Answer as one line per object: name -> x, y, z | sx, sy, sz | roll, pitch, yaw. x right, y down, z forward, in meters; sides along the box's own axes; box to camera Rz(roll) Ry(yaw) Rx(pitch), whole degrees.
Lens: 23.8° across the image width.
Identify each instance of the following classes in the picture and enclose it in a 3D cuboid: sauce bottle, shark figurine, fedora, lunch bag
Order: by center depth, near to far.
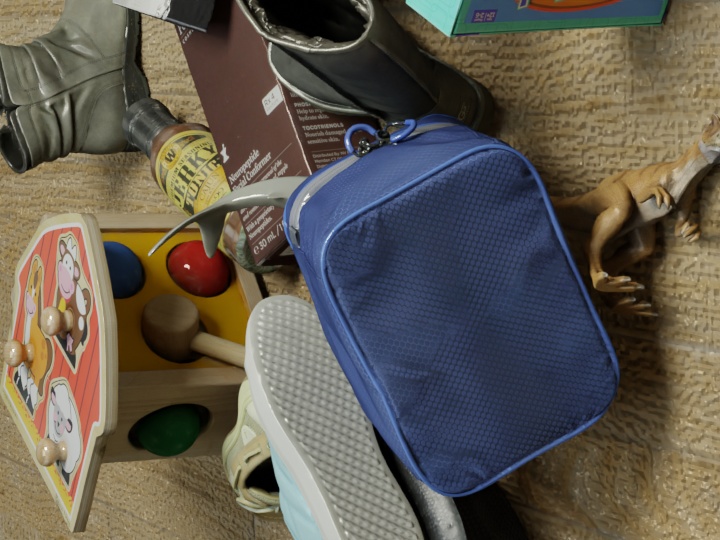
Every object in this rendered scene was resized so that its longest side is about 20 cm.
lunch bag -> 0.042, 0.008, 0.962 | 0.201, 0.135, 0.132 | 66, 172, -16
shark figurine -> -0.012, -0.019, 1.059 | 0.090, 0.213, 0.129 | -68, 2, -69
fedora -> 0.046, 0.176, 1.081 | 0.200, 0.091, 0.202 | 21, 114, 58
sauce bottle -> -0.117, -0.069, 1.284 | 0.200, 0.064, 0.065 | 39, 127, 43

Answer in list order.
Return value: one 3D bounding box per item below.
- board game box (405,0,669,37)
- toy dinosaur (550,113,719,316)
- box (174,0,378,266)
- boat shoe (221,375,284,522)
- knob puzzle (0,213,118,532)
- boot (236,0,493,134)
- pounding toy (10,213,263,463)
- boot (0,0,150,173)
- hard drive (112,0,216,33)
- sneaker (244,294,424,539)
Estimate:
board game box -> 0.115, -0.219, 0.853 | 0.045, 0.151, 0.201 | 43, 129, 41
toy dinosaur -> 0.142, -0.032, 0.953 | 0.199, 0.060, 0.107 | -14, 60, 50
box -> -0.053, -0.115, 1.179 | 0.100, 0.075, 0.201 | -41, 62, 50
boat shoe -> -0.056, 0.137, 1.194 | 0.201, 0.073, 0.063 | 106, 159, -57
knob puzzle -> -0.214, 0.050, 1.182 | 0.219, 0.030, 0.221 | 1, 91, 60
boot -> -0.024, -0.136, 1.003 | 0.181, 0.200, 0.073 | 20, 93, 31
pounding toy -> -0.132, 0.053, 1.253 | 0.142, 0.183, 0.201 | -58, 44, 43
boot -> -0.246, -0.183, 1.382 | 0.068, 0.130, 0.201 | -17, 83, 54
hard drive -> -0.114, -0.271, 1.186 | 0.140, 0.038, 0.201 | 31, 105, 63
sneaker -> -0.031, 0.115, 1.032 | 0.082, 0.074, 0.201 | -51, 52, 49
